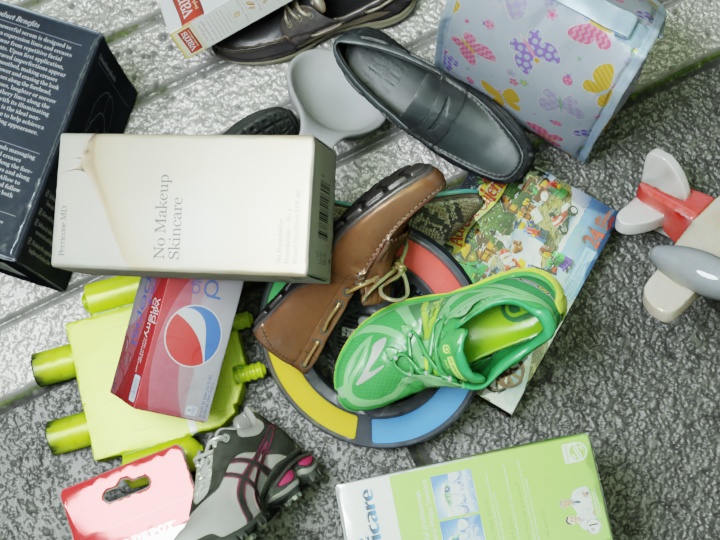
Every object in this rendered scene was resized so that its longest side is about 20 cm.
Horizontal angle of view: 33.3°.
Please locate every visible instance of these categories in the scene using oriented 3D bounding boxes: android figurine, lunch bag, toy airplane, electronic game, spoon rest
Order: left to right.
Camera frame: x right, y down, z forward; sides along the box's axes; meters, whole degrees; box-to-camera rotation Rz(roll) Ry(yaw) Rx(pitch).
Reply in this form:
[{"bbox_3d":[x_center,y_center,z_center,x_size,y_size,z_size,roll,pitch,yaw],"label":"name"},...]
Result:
[{"bbox_3d":[-0.182,0.090,1.044,0.198,0.041,0.184,-14,79,1],"label":"android figurine"},{"bbox_3d":[-0.033,-0.123,1.034,0.099,0.061,0.201,26,51,-7],"label":"spoon rest"},{"bbox_3d":[0.009,0.055,1.003,0.197,0.042,0.203,5,108,16],"label":"electronic game"},{"bbox_3d":[0.159,-0.198,1.005,0.168,0.200,0.128,28,82,8],"label":"lunch bag"},{"bbox_3d":[0.315,-0.036,0.996,0.197,0.142,0.202,7,56,-13],"label":"toy airplane"}]

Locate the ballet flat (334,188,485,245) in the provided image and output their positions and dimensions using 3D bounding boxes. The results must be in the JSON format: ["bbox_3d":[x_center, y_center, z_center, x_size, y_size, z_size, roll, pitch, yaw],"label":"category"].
[{"bbox_3d":[0.012,-0.030,1.032,0.198,0.068,0.076,1,86,23],"label":"ballet flat"}]

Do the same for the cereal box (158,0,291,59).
[{"bbox_3d":[-0.091,-0.286,1.066,0.198,0.040,0.145,-28,49,5],"label":"cereal box"}]

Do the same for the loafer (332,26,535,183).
[{"bbox_3d":[0.058,-0.139,1.025,0.200,0.070,0.068,37,110,13],"label":"loafer"}]

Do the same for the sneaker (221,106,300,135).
[{"bbox_3d":[-0.139,-0.084,1.057,0.199,0.076,0.090,-39,41,-22],"label":"sneaker"}]

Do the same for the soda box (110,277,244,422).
[{"bbox_3d":[-0.138,0.015,0.976,0.069,0.063,0.202,15,89,-30],"label":"soda box"}]

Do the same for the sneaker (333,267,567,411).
[{"bbox_3d":[0.063,0.055,0.928,0.198,0.084,0.075,-25,102,15],"label":"sneaker"}]

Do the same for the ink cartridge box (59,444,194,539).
[{"bbox_3d":[-0.161,0.258,0.996,0.115,0.067,0.202,-20,80,-2],"label":"ink cartridge box"}]

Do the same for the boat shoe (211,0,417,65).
[{"bbox_3d":[-0.045,-0.245,1.084,0.198,0.073,0.075,-19,79,-2],"label":"boat shoe"}]

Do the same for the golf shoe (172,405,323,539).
[{"bbox_3d":[-0.109,0.179,0.952,0.077,0.200,0.088,-42,87,25],"label":"golf shoe"}]

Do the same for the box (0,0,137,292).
[{"bbox_3d":[-0.285,-0.102,1.028,0.106,0.149,0.202,18,80,5],"label":"box"}]

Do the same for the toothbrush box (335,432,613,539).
[{"bbox_3d":[0.086,0.193,0.961,0.197,0.146,0.087,-13,79,0],"label":"toothbrush box"}]

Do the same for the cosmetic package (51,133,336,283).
[{"bbox_3d":[-0.122,-0.046,0.895,0.197,0.073,0.105,1,86,13],"label":"cosmetic package"}]

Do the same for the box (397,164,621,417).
[{"bbox_3d":[0.120,0.006,1.049,0.136,0.038,0.201,29,82,7],"label":"box"}]

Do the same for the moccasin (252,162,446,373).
[{"bbox_3d":[0.000,0.000,0.937,0.078,0.074,0.202,40,105,-4],"label":"moccasin"}]
